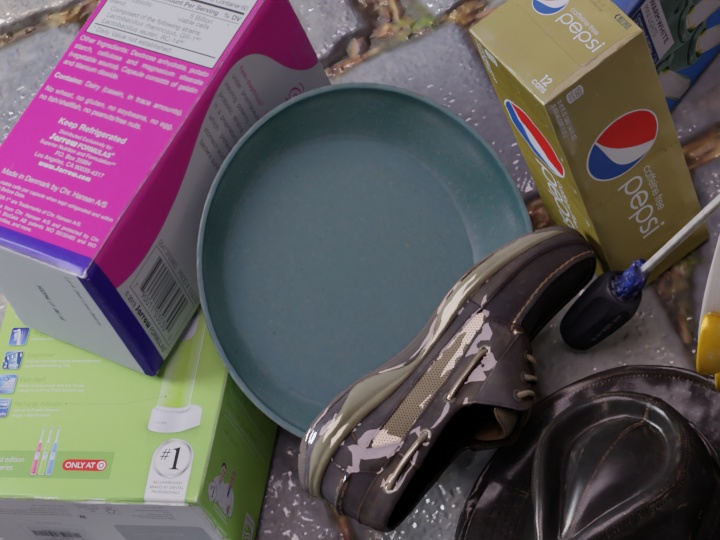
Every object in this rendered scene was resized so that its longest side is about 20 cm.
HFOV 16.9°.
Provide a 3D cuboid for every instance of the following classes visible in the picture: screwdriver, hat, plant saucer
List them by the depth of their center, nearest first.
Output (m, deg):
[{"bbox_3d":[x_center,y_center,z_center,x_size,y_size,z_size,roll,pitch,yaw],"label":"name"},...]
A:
[{"bbox_3d":[0.127,0.123,1.220,0.200,0.081,0.201,-9,59,15],"label":"hat"},{"bbox_3d":[0.150,-0.010,1.238,0.029,0.200,0.028,27,56,-4],"label":"screwdriver"},{"bbox_3d":[0.000,0.000,1.309,0.200,0.200,0.036,-58,17,-17],"label":"plant saucer"}]

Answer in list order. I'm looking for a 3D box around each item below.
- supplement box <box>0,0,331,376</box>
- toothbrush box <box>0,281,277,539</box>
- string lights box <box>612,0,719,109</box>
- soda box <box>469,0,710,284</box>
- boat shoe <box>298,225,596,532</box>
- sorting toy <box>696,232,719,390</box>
[{"bbox_3d":[-0.114,-0.062,1.307,0.103,0.101,0.200,19,65,31],"label":"supplement box"},{"bbox_3d":[-0.122,0.055,1.350,0.145,0.086,0.201,-1,61,20],"label":"toothbrush box"},{"bbox_3d":[0.169,-0.161,1.361,0.059,0.103,0.200,32,76,33],"label":"string lights box"},{"bbox_3d":[0.123,-0.068,1.263,0.064,0.200,0.068,-38,55,-5],"label":"soda box"},{"bbox_3d":[0.057,0.061,1.258,0.200,0.075,0.073,-43,67,-13],"label":"boat shoe"},{"bbox_3d":[0.265,0.032,1.181,0.179,0.200,0.107,20,88,17],"label":"sorting toy"}]
